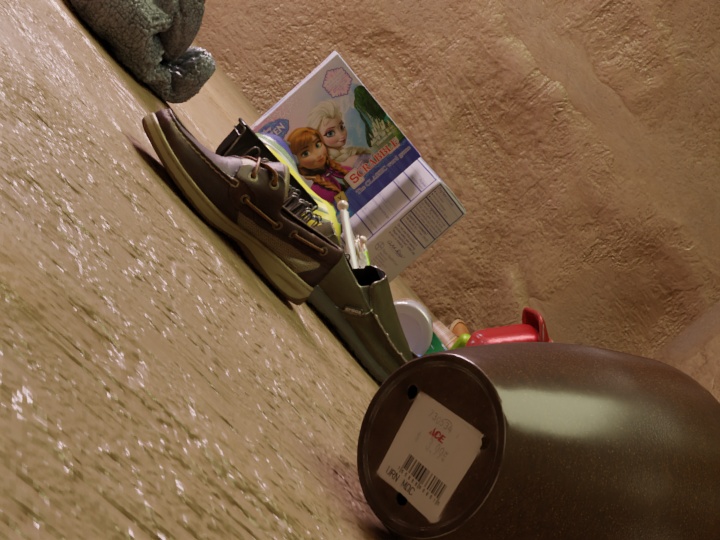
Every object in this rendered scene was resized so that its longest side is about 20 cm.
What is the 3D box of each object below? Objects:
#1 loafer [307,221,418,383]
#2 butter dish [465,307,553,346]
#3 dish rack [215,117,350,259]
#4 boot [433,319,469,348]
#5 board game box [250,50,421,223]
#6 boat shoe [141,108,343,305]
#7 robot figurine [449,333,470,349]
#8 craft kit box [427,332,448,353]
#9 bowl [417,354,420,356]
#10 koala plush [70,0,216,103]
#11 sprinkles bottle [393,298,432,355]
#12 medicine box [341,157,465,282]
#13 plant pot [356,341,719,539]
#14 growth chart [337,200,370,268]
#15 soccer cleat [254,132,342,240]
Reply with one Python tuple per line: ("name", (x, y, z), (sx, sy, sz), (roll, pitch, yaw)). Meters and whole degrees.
("loafer", (0.005, 0.035, 1.050), (0.200, 0.070, 0.075), (48, 3, -23))
("butter dish", (0.174, 0.151, 1.500), (0.200, 0.146, 0.202), (-58, 147, -88))
("dish rack", (-0.070, -0.053, 1.170), (0.153, 0.054, 0.200), (45, 6, -47))
("boot", (0.206, 0.169, 2.172), (0.156, 0.077, 0.200), (49, 5, 18))
("board game box", (-0.047, -0.182, 1.675), (0.200, 0.200, 0.041), (48, 4, -16))
("boat shoe", (-0.085, -0.060, 0.873), (0.200, 0.072, 0.072), (48, 3, -29))
("robot figurine", (0.224, 0.184, 1.918), (0.176, 0.116, 0.200), (50, 3, 17))
("craft kit box", (0.176, 0.205, 1.708), (0.198, 0.048, 0.200), (52, 3, -21))
("bowl", (0.108, 0.171, 1.182), (0.201, 0.039, 0.201), (50, 3, -4))
("koala plush", (-0.186, -0.303, 1.150), (0.178, 0.200, 0.184), (50, 3, 6))
("sprinkles bottle", (0.052, 0.068, 1.321), (0.068, 0.068, 0.200), (50, 3, 3))
("medicine box", (0.032, -0.099, 1.785), (0.103, 0.200, 0.182), (45, 5, -47))
("plant pot", (0.094, 0.117, 0.634), (0.199, 0.187, 0.187), (24, 21, -47))
("growth chart", (0.000, 0.000, 1.389), (0.200, 0.018, 0.146), (61, 17, -73))
("soccer cleat", (-0.093, -0.090, 1.393), (0.083, 0.065, 0.201), (-3, 51, -45))
